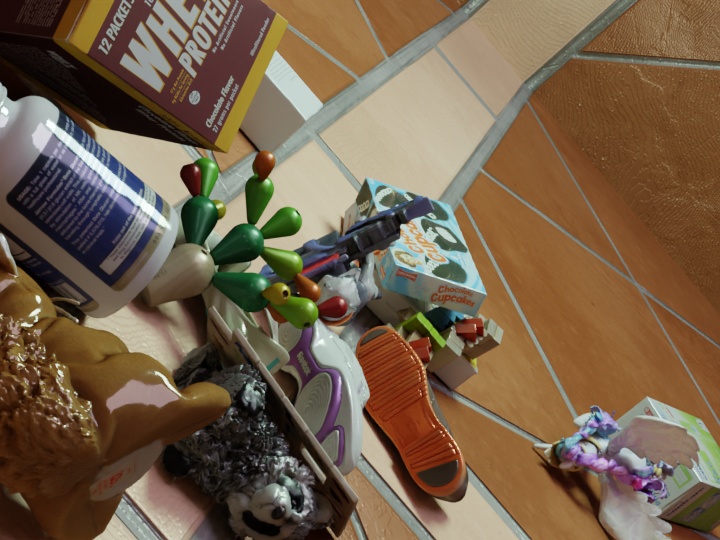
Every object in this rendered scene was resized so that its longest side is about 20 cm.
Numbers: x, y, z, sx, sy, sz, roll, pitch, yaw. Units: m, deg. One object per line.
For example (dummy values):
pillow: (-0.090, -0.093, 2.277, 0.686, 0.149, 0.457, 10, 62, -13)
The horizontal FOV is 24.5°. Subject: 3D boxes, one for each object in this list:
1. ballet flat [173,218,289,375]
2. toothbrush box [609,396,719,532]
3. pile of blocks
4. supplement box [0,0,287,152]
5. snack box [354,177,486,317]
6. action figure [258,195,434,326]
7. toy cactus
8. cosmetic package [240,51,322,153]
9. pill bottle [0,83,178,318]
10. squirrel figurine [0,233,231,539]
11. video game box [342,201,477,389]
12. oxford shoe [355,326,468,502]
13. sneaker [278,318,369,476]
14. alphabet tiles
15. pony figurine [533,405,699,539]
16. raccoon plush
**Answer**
ballet flat: (-0.118, 0.017, 1.504, 0.069, 0.069, 0.201, 24, 32, -53)
toothbrush box: (0.445, 0.273, 2.313, 0.199, 0.086, 0.146, 22, 32, -53)
pile of blocks: (0.093, 0.065, 1.824, 0.199, 0.062, 0.083, -17, 78, -52)
supplement box: (-0.214, -0.218, 1.463, 0.199, 0.134, 0.197, 14, -14, 46)
snack box: (0.066, -0.028, 1.875, 0.115, 0.037, 0.201, 17, 27, -20)
action figure: (0.000, 0.000, 1.643, 0.105, 0.198, 0.194, 64, 15, -10)
toy cactus: (-0.115, -0.016, 1.442, 0.201, 0.164, 0.102, 57, -25, 15)
cosmetic package: (-0.141, -0.238, 1.942, 0.200, 0.071, 0.101, 48, 18, -5)
pill bottle: (-0.246, -0.064, 1.285, 0.200, 0.111, 0.111, 42, 20, -25)
squirrel figurine: (-0.219, 0.063, 1.073, 0.187, 0.142, 0.200, 49, 14, 19)
video game box: (0.057, 0.022, 1.945, 0.200, 0.047, 0.183, 45, 18, -16)
oxford shoe: (0.050, 0.149, 1.674, 0.201, 0.071, 0.073, 66, 4, 29)
sneaker: (-0.019, 0.117, 1.528, 0.099, 0.075, 0.201, 36, 23, -34)
alphabet tiles: (-0.068, 0.124, 1.365, 0.201, 0.008, 0.167, 54, -15, 12)
pony figurine: (0.324, 0.238, 2.038, 0.191, 0.168, 0.200, 22, 12, 22)
raccoon plush: (-0.082, 0.139, 1.325, 0.134, 0.096, 0.200, 52, 16, -19)
